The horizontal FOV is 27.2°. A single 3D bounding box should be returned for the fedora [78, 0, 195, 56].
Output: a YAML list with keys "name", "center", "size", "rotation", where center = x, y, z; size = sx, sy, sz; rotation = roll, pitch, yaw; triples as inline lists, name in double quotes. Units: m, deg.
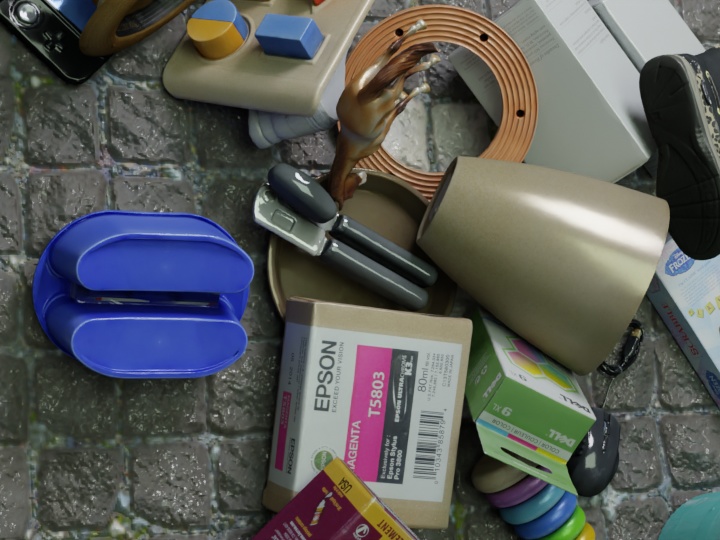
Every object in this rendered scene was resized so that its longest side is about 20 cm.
- name: "fedora"
  center: [-0.190, -0.276, 1.322]
  size: [0.201, 0.201, 0.082]
  rotation: [-40, 90, -25]

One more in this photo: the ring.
- name: "ring"
  center: [0.075, -0.161, 1.464]
  size: [0.200, 0.019, 0.201]
  rotation: [1, 106, 3]

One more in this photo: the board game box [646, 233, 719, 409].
- name: "board game box"
  center: [0.418, 0.021, 1.620]
  size: [0.200, 0.041, 0.200]
  rotation: [-34, 94, -26]

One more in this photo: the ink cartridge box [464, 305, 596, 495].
- name: "ink cartridge box"
  center: [0.155, 0.119, 1.402]
  size: [0.104, 0.200, 0.059]
  rotation: [27, 109, -17]

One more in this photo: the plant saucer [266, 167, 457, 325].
- name: "plant saucer"
  center: [0.000, 0.000, 1.444]
  size: [0.199, 0.029, 0.201]
  rotation: [4, 78, -22]

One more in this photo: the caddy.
- name: "caddy"
  center: [-0.188, 0.021, 1.321]
  size: [0.199, 0.105, 0.142]
  rotation: [2, 102, -23]

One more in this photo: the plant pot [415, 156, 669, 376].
- name: "plant pot"
  center: [0.162, -0.026, 1.424]
  size: [0.200, 0.187, 0.188]
  rotation: [25, 69, -4]

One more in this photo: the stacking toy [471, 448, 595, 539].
- name: "stacking toy"
  center: [0.196, 0.256, 1.454]
  size: [0.085, 0.085, 0.200]
  rotation: [-40, 100, -25]

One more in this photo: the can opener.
- name: "can opener"
  center: [-0.013, -0.027, 1.396]
  size: [0.200, 0.066, 0.053]
  rotation: [32, 69, -19]

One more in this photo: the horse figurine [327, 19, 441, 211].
- name: "horse figurine"
  center: [0.017, -0.149, 1.359]
  size: [0.050, 0.200, 0.133]
  rotation: [42, 69, 9]

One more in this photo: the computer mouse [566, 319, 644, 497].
- name: "computer mouse"
  center: [0.258, 0.138, 1.529]
  size: [0.059, 0.034, 0.200]
  rotation: [25, 70, -16]

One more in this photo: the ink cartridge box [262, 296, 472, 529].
- name: "ink cartridge box"
  center: [0.007, 0.133, 1.377]
  size: [0.164, 0.075, 0.201]
  rotation: [7, 89, -23]

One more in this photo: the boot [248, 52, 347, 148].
- name: "boot"
  center: [-0.064, -0.207, 1.432]
  size: [0.074, 0.095, 0.200]
  rotation: [48, 36, -40]

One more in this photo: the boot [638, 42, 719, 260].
- name: "boot"
  center: [0.351, -0.126, 1.471]
  size: [0.154, 0.073, 0.204]
  rotation: [-25, 104, -48]

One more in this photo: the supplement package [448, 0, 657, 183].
- name: "supplement package"
  center: [0.205, -0.182, 1.507]
  size: [0.200, 0.117, 0.117]
  rotation: [53, 33, -5]

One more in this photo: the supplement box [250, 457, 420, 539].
- name: "supplement box"
  center: [-0.036, 0.285, 1.283]
  size: [0.200, 0.103, 0.131]
  rotation: [-45, 115, -4]

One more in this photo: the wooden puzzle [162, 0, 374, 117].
- name: "wooden puzzle"
  center: [-0.081, -0.246, 1.388]
  size: [0.046, 0.185, 0.200]
  rotation: [50, 59, -52]

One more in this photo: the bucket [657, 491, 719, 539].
- name: "bucket"
  center: [0.406, 0.310, 1.501]
  size: [0.207, 0.135, 0.208]
  rotation: [5, 77, -22]

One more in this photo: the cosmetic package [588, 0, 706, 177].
- name: "cosmetic package"
  center: [0.306, -0.209, 1.582]
  size: [0.081, 0.113, 0.200]
  rotation: [-40, 98, -26]

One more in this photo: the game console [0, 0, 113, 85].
- name: "game console"
  center: [-0.248, -0.304, 1.353]
  size: [0.176, 0.116, 0.200]
  rotation: [44, 66, -9]
